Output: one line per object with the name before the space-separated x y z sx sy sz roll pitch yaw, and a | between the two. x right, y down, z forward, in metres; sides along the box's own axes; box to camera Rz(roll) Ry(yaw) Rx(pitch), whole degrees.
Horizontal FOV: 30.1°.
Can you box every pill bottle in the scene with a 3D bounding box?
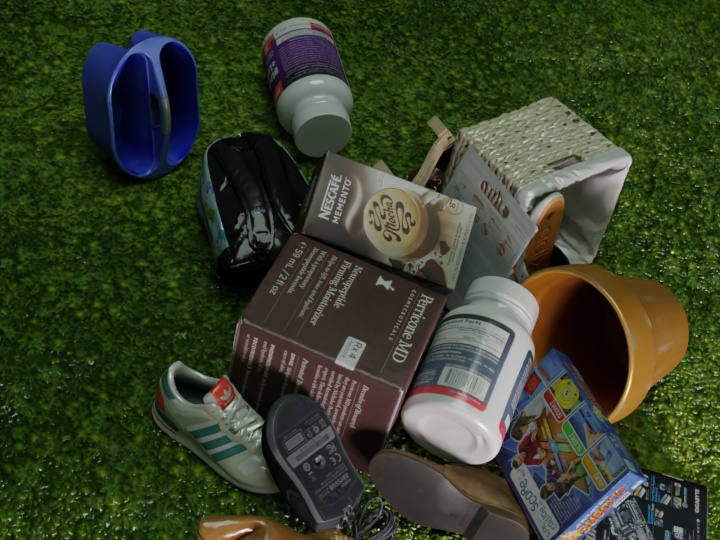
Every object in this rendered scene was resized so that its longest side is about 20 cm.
pill bottle | -0.072 -0.259 1.912 0.111 0.112 0.200 -2 48 -17
pill bottle | 0.135 0.111 1.547 0.119 0.120 0.200 23 56 7

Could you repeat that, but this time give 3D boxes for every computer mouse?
computer mouse | -0.054 0.232 1.462 0.138 0.053 0.201 -27 92 -38

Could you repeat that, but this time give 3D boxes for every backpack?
backpack | -0.138 -0.083 1.721 0.163 0.154 0.201 -15 74 -22

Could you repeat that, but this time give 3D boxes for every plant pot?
plant pot | 0.304 0.085 1.648 0.183 0.200 0.200 -9 49 -43

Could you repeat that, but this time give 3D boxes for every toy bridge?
toy bridge | 0.040 -0.113 1.721 0.200 0.027 0.067 -39 54 4

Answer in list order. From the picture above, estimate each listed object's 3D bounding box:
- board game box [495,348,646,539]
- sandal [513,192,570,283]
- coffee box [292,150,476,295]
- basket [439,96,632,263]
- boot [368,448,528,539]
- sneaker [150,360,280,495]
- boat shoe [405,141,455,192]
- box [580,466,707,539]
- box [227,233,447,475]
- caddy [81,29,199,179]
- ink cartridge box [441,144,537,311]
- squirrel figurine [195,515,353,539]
board game box | 0.223 0.204 1.518 0.034 0.135 0.200 28 25 -38
sandal | 0.232 -0.006 1.688 0.079 0.207 0.059 -30 57 -29
coffee box | 0.026 -0.052 1.627 0.199 0.080 0.113 20 73 -10
basket | 0.221 -0.098 1.779 0.198 0.200 0.161 -22 54 -32
boot | 0.098 0.246 1.504 0.200 0.074 0.076 28 32 -12
sneaker | -0.147 0.172 1.495 0.199 0.094 0.070 31 47 14
boat shoe | 0.096 -0.119 1.856 0.070 0.070 0.200 32 49 14
box | 0.312 0.313 1.520 0.158 0.046 0.200 15 46 0
box | -0.032 0.095 1.550 0.199 0.165 0.166 22 45 6
caddy | -0.284 -0.220 1.768 0.141 0.201 0.105 -27 42 -35
ink cartridge box | 0.153 -0.036 1.698 0.050 0.200 0.162 -5 48 -37
squirrel figurine | -0.072 0.354 1.319 0.199 0.142 0.187 1 54 -11
